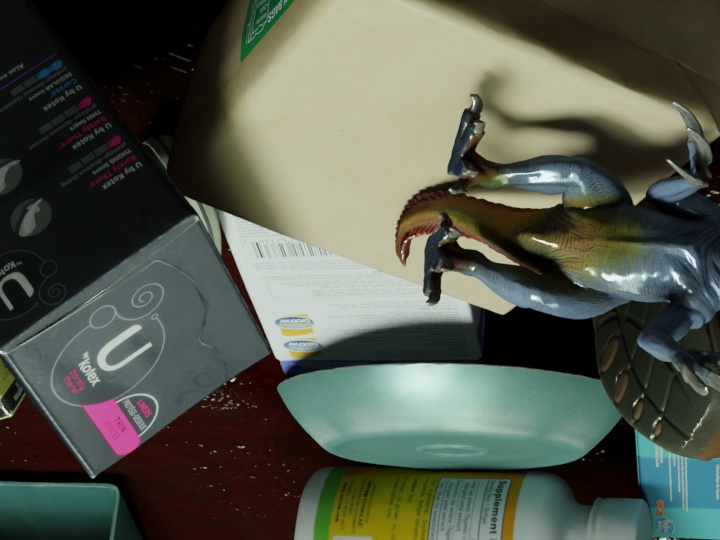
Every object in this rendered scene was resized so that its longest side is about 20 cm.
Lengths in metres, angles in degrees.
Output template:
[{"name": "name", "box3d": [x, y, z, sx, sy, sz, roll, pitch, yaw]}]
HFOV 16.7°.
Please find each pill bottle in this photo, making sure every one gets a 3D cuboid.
[{"name": "pill bottle", "box3d": [0.069, 0.173, 1.441, 0.199, 0.111, 0.111, 0, 148, 14]}]

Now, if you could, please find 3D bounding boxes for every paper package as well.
[{"name": "paper package", "box3d": [0.038, -0.086, 1.089, 0.190, 0.104, 0.200, 19, 148, -20]}]

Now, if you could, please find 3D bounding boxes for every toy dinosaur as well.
[{"name": "toy dinosaur", "box3d": [0.123, -0.020, 1.014, 0.181, 0.105, 0.200, 10, -172, -11]}]

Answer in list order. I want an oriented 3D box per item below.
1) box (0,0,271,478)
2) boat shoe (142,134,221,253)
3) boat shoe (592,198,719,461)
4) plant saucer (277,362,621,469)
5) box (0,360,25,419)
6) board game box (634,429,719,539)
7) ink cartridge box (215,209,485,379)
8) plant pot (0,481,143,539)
[{"name": "box", "box3d": [-0.145, -0.027, 1.113, 0.106, 0.200, 0.122, -35, 145, -7]}, {"name": "boat shoe", "box3d": [-0.124, -0.004, 1.278, 0.062, 0.075, 0.200, -26, 167, -30]}, {"name": "boat shoe", "box3d": [0.151, 0.013, 1.160, 0.074, 0.200, 0.076, 15, 122, -25]}, {"name": "plant saucer", "box3d": [0.052, 0.086, 1.370, 0.199, 0.036, 0.200, 1, 169, 0]}, {"name": "box", "box3d": [-0.251, -0.005, 1.267, 0.075, 0.050, 0.200, -16, 120, 31]}, {"name": "board game box", "box3d": [0.260, 0.106, 1.412, 0.199, 0.047, 0.151, 2, 149, 9]}, {"name": "ink cartridge box", "box3d": [0.000, 0.000, 1.299, 0.119, 0.042, 0.200, -1, 146, 11]}, {"name": "plant pot", "box3d": [-0.214, 0.243, 1.652, 0.141, 0.142, 0.200, 1, 155, 11]}]
